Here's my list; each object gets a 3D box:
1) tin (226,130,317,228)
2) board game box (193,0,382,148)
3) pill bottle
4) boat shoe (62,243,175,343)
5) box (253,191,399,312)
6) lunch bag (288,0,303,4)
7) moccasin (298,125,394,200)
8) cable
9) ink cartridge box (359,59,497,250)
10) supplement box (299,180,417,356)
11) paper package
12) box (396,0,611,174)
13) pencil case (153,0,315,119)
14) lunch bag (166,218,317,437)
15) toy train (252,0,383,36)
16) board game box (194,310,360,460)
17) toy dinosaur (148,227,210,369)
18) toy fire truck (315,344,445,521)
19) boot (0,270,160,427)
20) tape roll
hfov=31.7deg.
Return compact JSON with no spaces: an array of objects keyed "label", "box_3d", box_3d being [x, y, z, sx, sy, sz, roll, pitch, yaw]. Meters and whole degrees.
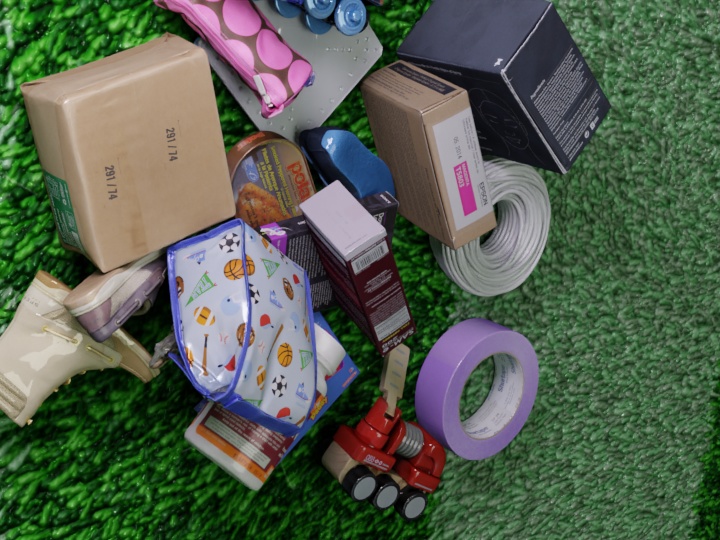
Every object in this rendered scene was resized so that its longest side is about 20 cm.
[{"label":"tin","box_3d":[-0.107,-0.080,1.548,0.111,0.042,0.201,-30,132,-15]},{"label":"board game box","box_3d":[-0.084,-0.269,1.527,0.200,0.026,0.200,-50,131,-15]},{"label":"pill bottle","box_3d":[-0.112,0.154,1.538,0.201,0.114,0.114,-54,132,-12]},{"label":"boat shoe","box_3d":[-0.257,0.020,1.406,0.065,0.071,0.200,69,23,-13]},{"label":"box","box_3d":[-0.048,-0.012,1.586,0.198,0.036,0.144,-16,134,-29]},{"label":"lunch bag","box_3d":[-0.109,-0.376,1.321,0.094,0.198,0.152,111,1,-66]},{"label":"moccasin","box_3d":[-0.014,-0.128,1.607,0.081,0.068,0.200,-61,147,-20]},{"label":"cable","box_3d":[0.185,-0.064,1.805,0.199,0.069,0.202,-22,120,-34]},{"label":"ink cartridge box","box_3d":[0.086,-0.149,1.618,0.075,0.165,0.202,-27,123,-18]},{"label":"supplement box","box_3d":[0.000,0.000,1.524,0.061,0.109,0.201,-33,141,-12]},{"label":"paper package","box_3d":[-0.249,-0.130,1.384,0.189,0.103,0.202,-25,122,-30]},{"label":"box","box_3d":[0.186,-0.248,1.648,0.124,0.199,0.197,-54,132,-13]},{"label":"pencil case","box_3d":[-0.142,-0.260,1.394,0.200,0.090,0.094,44,44,-15]},{"label":"lunch bag","box_3d":[-0.129,0.075,1.413,0.170,0.123,0.202,36,38,-56]},{"label":"toy train","box_3d":[-0.056,-0.345,1.451,0.199,0.086,0.116,19,87,-43]},{"label":"board game box","box_3d":[-0.105,0.156,1.652,0.200,0.045,0.135,-46,130,-18]},{"label":"toy dinosaur","box_3d":[-0.192,0.044,1.506,0.088,0.047,0.202,69,30,-51]},{"label":"toy fire truck","box_3d":[0.049,0.220,1.774,0.175,0.128,0.201,29,96,-43]},{"label":"boot","box_3d":[-0.331,0.113,1.424,0.156,0.073,0.200,-54,135,-9]},{"label":"tape roll","box_3d":[0.175,0.176,1.886,0.199,0.065,0.202,-15,115,-35]}]
